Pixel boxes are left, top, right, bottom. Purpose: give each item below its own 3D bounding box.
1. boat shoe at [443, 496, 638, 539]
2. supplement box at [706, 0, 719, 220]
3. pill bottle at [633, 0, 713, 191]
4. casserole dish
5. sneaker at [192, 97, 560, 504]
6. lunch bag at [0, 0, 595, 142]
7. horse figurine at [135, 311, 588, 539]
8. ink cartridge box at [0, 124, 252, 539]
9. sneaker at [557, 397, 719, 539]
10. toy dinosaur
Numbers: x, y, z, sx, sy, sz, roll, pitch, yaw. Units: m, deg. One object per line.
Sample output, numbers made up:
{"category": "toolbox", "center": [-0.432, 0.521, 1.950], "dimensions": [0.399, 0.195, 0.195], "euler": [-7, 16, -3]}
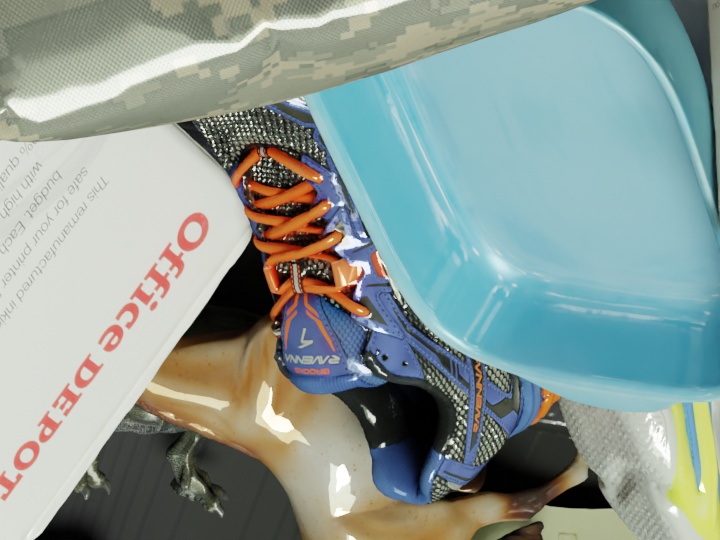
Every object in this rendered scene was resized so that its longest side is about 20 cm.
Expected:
{"category": "boat shoe", "center": [0.078, 0.131, 1.007], "dimensions": [0.201, 0.074, 0.063], "euler": [16, 165, -34]}
{"category": "supplement box", "center": [0.163, -0.087, 0.681], "dimensions": [0.126, 0.201, 0.073], "euler": [7, 163, -26]}
{"category": "pill bottle", "center": [0.174, -0.068, 0.790], "dimensions": [0.199, 0.114, 0.114], "euler": [3, 131, -28]}
{"category": "casserole dish", "center": [0.053, -0.032, 0.714], "dimensions": [0.121, 0.039, 0.200], "euler": [8, 145, 29]}
{"category": "sneaker", "center": [0.000, 0.000, 0.799], "dimensions": [0.075, 0.079, 0.200], "euler": [1, 137, 46]}
{"category": "lunch bag", "center": [-0.018, -0.099, 0.550], "dimensions": [0.164, 0.200, 0.118], "euler": [-15, 96, -3]}
{"category": "horse figurine", "center": [0.004, 0.056, 0.893], "dimensions": [0.132, 0.050, 0.200], "euler": [-40, 109, -16]}
{"category": "ink cartridge box", "center": [-0.148, -0.024, 0.766], "dimensions": [0.147, 0.083, 0.200], "euler": [-54, 134, -8]}
{"category": "sneaker", "center": [0.115, 0.007, 0.867], "dimensions": [0.105, 0.076, 0.200], "euler": [-29, 113, -16]}
{"category": "toy dinosaur", "center": [-0.064, 0.045, 0.918], "dimensions": [0.200, 0.047, 0.088], "euler": [20, 108, -25]}
